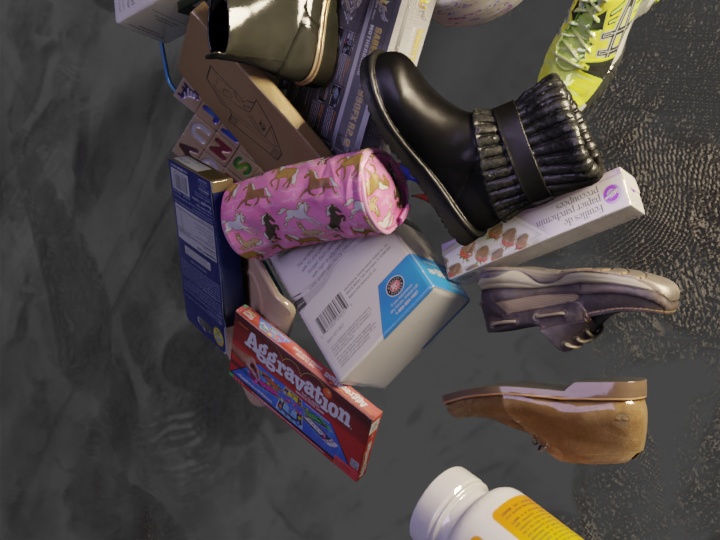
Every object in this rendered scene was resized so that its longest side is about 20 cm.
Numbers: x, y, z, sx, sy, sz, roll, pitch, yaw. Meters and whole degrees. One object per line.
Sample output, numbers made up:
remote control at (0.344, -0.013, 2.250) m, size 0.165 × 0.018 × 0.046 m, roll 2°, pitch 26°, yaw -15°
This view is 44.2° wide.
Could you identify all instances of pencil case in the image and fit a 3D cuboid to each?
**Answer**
pencil case at (-0.048, -0.064, 0.889) m, size 0.197 × 0.086 × 0.085 m, roll -10°, pitch 76°, yaw 37°

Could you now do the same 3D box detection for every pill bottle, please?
pill bottle at (0.139, 0.262, 0.771) m, size 0.199 × 0.110 × 0.113 m, roll 33°, pitch 101°, yaw 37°

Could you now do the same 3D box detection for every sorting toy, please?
sorting toy at (-0.139, 0.031, 1.043) m, size 0.201 × 0.036 × 0.187 m, roll 53°, pitch 143°, yaw 31°

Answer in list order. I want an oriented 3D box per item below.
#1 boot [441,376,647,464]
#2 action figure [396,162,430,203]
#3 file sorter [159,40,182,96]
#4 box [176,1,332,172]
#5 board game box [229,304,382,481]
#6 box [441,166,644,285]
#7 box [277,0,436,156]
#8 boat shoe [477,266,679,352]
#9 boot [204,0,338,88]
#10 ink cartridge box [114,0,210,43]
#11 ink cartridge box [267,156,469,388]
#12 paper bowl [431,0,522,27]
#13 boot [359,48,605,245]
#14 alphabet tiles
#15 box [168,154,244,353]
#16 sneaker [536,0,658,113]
boot at (0.162, 0.137, 0.809) m, size 0.197 × 0.073 × 0.077 m, roll -4°, pitch 88°, yaw 35°
action figure at (0.087, -0.098, 0.911) m, size 0.198 × 0.051 × 0.066 m, roll 26°, pitch 99°, yaw 25°
file sorter at (-0.135, -0.298, 1.082) m, size 0.198 × 0.138 × 0.125 m, roll -26°, pitch 70°, yaw 31°
box at (-0.120, -0.176, 0.963) m, size 0.021 × 0.163 × 0.201 m, roll -42°, pitch 95°, yaw -18°
board game box at (-0.065, 0.131, 0.957) m, size 0.199 × 0.019 × 0.104 m, roll 35°, pitch 134°, yaw 24°
box at (0.170, -0.038, 0.851) m, size 0.198 × 0.041 × 0.039 m, roll -24°, pitch 67°, yaw 33°
box at (-0.010, -0.227, 0.919) m, size 0.158 × 0.048 × 0.203 m, roll 34°, pitch 115°, yaw 41°
boat shoe at (0.195, 0.035, 0.806) m, size 0.198 × 0.074 × 0.075 m, roll 2°, pitch 92°, yaw 47°
boot at (-0.086, -0.291, 0.865) m, size 0.077 × 0.137 × 0.204 m, roll -5°, pitch 85°, yaw 47°
ink cartridge box at (-0.184, -0.366, 0.986) m, size 0.197 × 0.083 × 0.149 m, roll -16°, pitch 76°, yaw 34°
ink cartridge box at (0.000, 0.000, 0.947) m, size 0.146 × 0.084 × 0.201 m, roll -46°, pitch 56°, yaw 21°
paper bowl at (0.121, -0.351, 0.908) m, size 0.198 × 0.104 × 0.205 m, roll -7°, pitch 79°, yaw 38°
boot at (0.111, -0.141, 0.809) m, size 0.157 × 0.080 × 0.212 m, roll -30°, pitch 102°, yaw 31°
alphabet tiles at (-0.143, -0.180, 1.058) m, size 0.166 × 0.008 × 0.200 m, roll 38°, pitch 125°, yaw -7°
box at (-0.173, -0.019, 1.009) m, size 0.121 × 0.032 × 0.204 m, roll 29°, pitch 126°, yaw 51°
sneaker at (0.216, -0.235, 0.830) m, size 0.075 × 0.076 × 0.202 m, roll 37°, pitch 105°, yaw 34°
